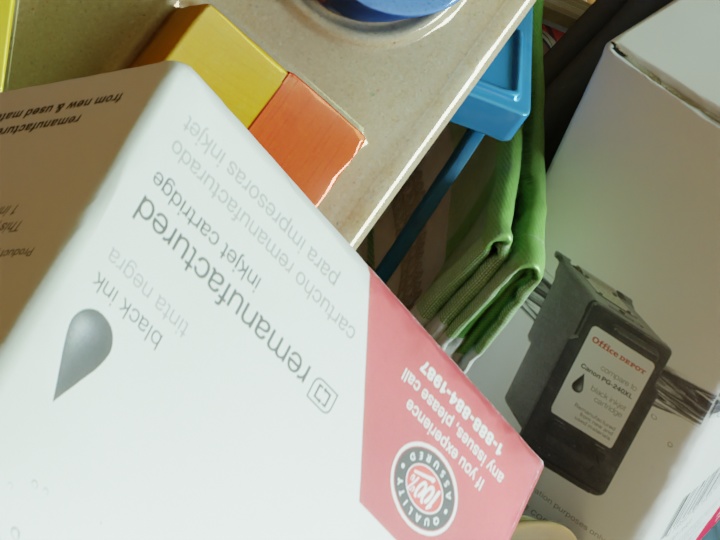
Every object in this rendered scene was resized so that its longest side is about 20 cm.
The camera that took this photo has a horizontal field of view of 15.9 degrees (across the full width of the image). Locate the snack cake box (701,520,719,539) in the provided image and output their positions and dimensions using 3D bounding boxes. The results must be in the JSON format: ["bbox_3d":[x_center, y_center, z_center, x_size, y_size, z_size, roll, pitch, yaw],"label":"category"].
[{"bbox_3d":[0.143,0.169,0.922,0.200,0.067,0.116,-94,-175,-69],"label":"snack cake box"}]

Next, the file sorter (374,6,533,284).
[{"bbox_3d":[-0.034,-0.103,0.789,0.138,0.123,0.201,20,46,-16],"label":"file sorter"}]

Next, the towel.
[{"bbox_3d":[0.000,0.000,0.822,0.031,0.200,0.150,19,45,-19],"label":"towel"}]

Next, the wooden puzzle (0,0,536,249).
[{"bbox_3d":[-0.048,-0.086,0.639,0.185,0.046,0.201,39,75,-17],"label":"wooden puzzle"}]

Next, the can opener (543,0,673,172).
[{"bbox_3d":[0.059,-0.026,0.884,0.066,0.200,0.053,36,7,-19],"label":"can opener"}]

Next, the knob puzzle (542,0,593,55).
[{"bbox_3d":[0.053,-0.040,0.967,0.031,0.218,0.220,-63,142,-33],"label":"knob puzzle"}]

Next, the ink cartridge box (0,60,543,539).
[{"bbox_3d":[-0.064,0.080,0.546,0.144,0.083,0.201,47,56,-31],"label":"ink cartridge box"}]

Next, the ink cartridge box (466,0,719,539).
[{"bbox_3d":[0.106,0.003,0.813,0.145,0.083,0.201,-34,154,-49],"label":"ink cartridge box"}]

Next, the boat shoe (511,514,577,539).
[{"bbox_3d":[-0.014,0.079,0.726,0.199,0.072,0.073,12,97,-55],"label":"boat shoe"}]
